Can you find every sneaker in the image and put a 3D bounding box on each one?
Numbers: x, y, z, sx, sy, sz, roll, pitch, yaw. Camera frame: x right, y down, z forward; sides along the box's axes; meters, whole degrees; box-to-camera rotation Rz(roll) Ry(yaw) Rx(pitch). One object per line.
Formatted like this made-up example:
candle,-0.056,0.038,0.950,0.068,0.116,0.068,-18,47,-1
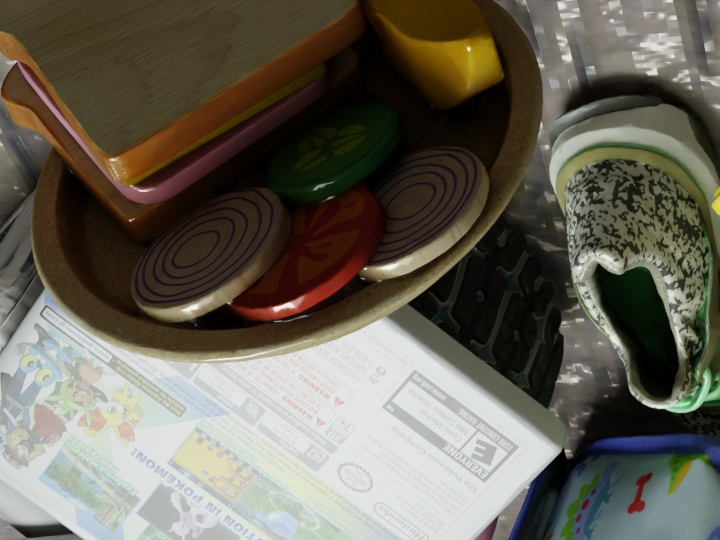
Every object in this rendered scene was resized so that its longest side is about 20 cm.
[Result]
sneaker,0.123,0.029,0.661,0.076,0.089,0.200,-11,132,33
sneaker,0.000,0.000,0.710,0.200,0.079,0.090,38,149,-7

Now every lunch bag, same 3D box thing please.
lunch bag,0.108,0.167,0.716,0.127,0.171,0.200,28,165,-14

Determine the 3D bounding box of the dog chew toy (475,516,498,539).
dog chew toy,-0.007,0.121,0.809,0.124,0.125,0.200,22,149,-2

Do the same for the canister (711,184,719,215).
canister,0.225,0.005,0.532,0.200,0.086,0.149,48,144,10

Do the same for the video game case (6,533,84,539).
video game case,-0.111,0.187,0.854,0.181,0.023,0.200,-12,141,43

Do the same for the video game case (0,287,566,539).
video game case,-0.048,0.066,0.681,0.199,0.022,0.183,36,120,-6

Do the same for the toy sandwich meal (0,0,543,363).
toy sandwich meal,-0.036,-0.059,0.560,0.204,0.206,0.070,1,140,24

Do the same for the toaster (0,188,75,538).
toaster,-0.136,0.047,0.781,0.129,0.114,0.200,36,143,-15
